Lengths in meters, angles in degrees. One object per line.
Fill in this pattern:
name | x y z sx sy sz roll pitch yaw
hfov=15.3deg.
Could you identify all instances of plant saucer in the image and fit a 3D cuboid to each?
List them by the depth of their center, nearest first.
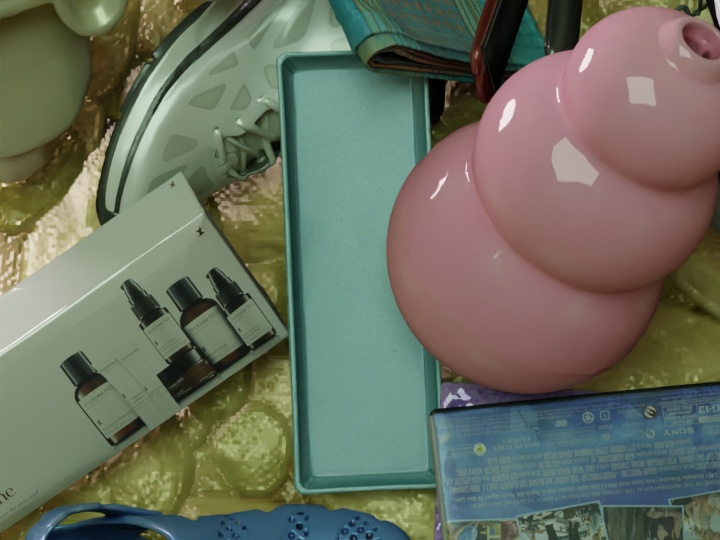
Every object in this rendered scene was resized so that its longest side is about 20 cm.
plant saucer | 0.000 0.000 1.226 0.069 0.019 0.201 -2 89 -2

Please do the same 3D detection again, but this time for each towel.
towel | 0.014 -0.174 1.250 0.022 0.146 0.201 -37 65 34

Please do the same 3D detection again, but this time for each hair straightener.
hair straightener | 0.108 -0.153 1.236 0.077 0.041 0.201 3 46 19

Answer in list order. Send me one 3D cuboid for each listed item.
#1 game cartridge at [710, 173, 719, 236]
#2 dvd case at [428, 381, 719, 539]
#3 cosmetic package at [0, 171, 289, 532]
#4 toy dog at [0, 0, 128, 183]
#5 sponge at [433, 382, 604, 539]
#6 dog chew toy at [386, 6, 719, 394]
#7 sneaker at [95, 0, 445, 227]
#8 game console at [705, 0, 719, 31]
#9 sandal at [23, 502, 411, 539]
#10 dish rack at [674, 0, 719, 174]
game cartridge | 0.254 -0.024 1.165 0.199 0.041 0.133 26 61 26
dvd case | 0.110 0.151 1.151 0.142 0.018 0.201 -5 73 -4
cosmetic package | -0.139 0.048 1.233 0.200 0.083 0.051 -35 30 1
toy dog | -0.195 -0.159 1.285 0.139 0.194 0.200 -29 50 -8
sponge | 0.085 0.151 1.175 0.111 0.030 0.201 4 74 0
dog chew toy | 0.093 -0.036 1.138 0.124 0.200 0.125 16 48 -19
sneaker | -0.032 -0.079 1.258 0.115 0.076 0.201 31 79 21
game console | 0.227 -0.161 1.117 0.170 0.119 0.201 -11 50 0
sandal | -0.071 0.139 1.196 0.199 0.087 0.080 -4 71 9
dish rack | 0.221 -0.112 1.186 0.200 0.055 0.153 -34 53 -21
